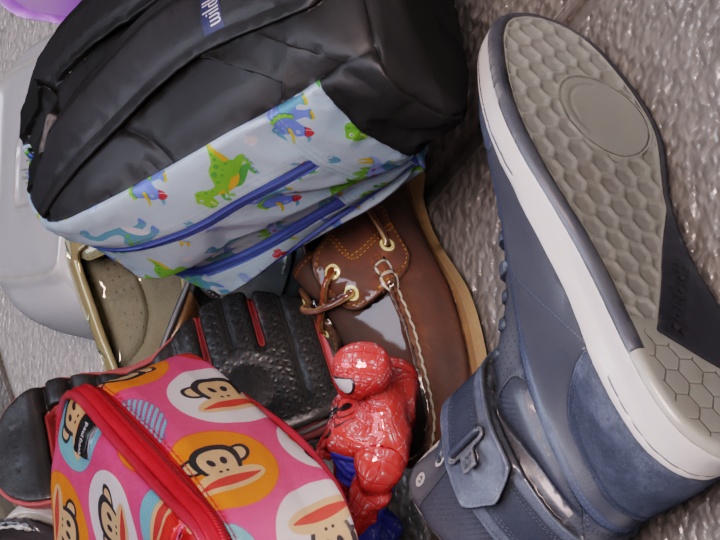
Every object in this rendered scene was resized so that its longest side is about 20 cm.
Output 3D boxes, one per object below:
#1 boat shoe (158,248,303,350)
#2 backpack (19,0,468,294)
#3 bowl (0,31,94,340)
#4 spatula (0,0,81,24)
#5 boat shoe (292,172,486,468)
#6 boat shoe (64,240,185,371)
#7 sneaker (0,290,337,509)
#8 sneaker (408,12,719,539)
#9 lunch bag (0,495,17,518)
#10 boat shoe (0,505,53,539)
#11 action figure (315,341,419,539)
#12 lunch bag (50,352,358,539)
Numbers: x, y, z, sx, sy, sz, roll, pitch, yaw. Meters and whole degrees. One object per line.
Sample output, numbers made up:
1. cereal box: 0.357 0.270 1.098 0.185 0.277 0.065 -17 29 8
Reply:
1. boat shoe: -0.055 -0.010 0.951 0.072 0.067 0.202 50 129 53
2. backpack: -0.053 -0.076 0.783 0.199 0.154 0.165 -25 56 20
3. bowl: -0.168 -0.058 1.152 0.199 0.074 0.202 -2 85 62
4. spatula: -0.070 -0.134 0.876 0.021 0.198 0.057 85 -172 -62
5. boat shoe: 0.000 0.000 0.847 0.071 0.070 0.201 -53 45 44
6. boat shoe: -0.120 0.008 1.031 0.063 0.072 0.203 111 150 -82
7. sneaker: -0.076 0.069 0.925 0.198 0.087 0.074 -18 65 12
8. sneaker: 0.062 0.016 0.725 0.146 0.076 0.204 -51 45 44
9. lunch bag: -0.205 0.197 1.088 0.117 0.164 0.200 -34 35 4
10. boat shoe: -0.110 0.191 0.932 0.200 0.060 0.074 40 120 6
11. action figure: -0.002 0.093 0.784 0.201 0.051 0.066 97 -174 -51
12. lunch bag: -0.054 0.151 0.746 0.176 0.081 0.202 36 133 48
